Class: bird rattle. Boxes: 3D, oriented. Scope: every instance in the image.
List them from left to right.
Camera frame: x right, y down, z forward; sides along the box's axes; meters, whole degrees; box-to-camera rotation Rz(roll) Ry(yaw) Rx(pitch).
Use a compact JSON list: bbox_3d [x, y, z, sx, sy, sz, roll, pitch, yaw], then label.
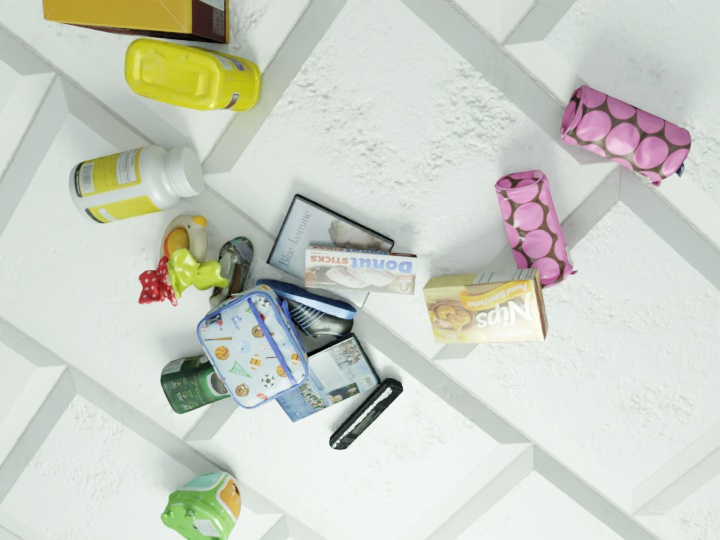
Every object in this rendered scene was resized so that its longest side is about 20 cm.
[{"bbox_3d":[-0.321,-0.017,0.942,0.112,0.199,0.165,11,79,-39],"label":"bird rattle"}]

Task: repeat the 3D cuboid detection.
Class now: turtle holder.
[{"bbox_3d":[-0.331,0.506,1.101,0.141,0.132,0.186,41,126,-6],"label":"turtle holder"}]

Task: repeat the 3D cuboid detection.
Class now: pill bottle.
[{"bbox_3d":[-0.379,-0.151,0.898,0.198,0.111,0.112,-10,108,8],"label":"pill bottle"}]

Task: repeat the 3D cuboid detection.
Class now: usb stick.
[{"bbox_3d":[0.011,0.293,1.057,0.055,0.033,0.200,25,112,-41],"label":"usb stick"}]

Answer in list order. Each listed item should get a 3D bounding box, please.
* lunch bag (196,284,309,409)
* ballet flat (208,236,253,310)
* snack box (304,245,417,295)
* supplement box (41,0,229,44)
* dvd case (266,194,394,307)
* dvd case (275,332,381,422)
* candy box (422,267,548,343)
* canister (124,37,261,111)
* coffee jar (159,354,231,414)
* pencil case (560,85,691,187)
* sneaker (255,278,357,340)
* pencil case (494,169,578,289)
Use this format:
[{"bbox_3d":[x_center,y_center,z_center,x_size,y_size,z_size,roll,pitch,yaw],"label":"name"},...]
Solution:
[{"bbox_3d":[-0.184,0.130,0.921,0.159,0.076,0.201,-25,101,4],"label":"lunch bag"},{"bbox_3d":[-0.252,0.033,0.972,0.071,0.072,0.202,16,109,-2],"label":"ballet flat"},{"bbox_3d":[0.000,0.000,0.932,0.198,0.024,0.073,4,110,1],"label":"snack box"},{"bbox_3d":[-0.313,-0.416,0.757,0.195,0.200,0.134,5,109,2],"label":"supplement box"},{"bbox_3d":[-0.056,-0.034,0.955,0.199,0.018,0.143,25,109,-4],"label":"dvd case"},{"bbox_3d":[-0.074,0.210,1.010,0.199,0.018,0.143,-25,123,4],"label":"dvd case"},{"bbox_3d":[0.219,0.066,0.923,0.198,0.055,0.116,-6,111,29],"label":"candy box"},{"bbox_3d":[-0.246,-0.294,0.794,0.147,0.200,0.087,14,108,-1],"label":"canister"},{"bbox_3d":[-0.280,0.206,1.023,0.198,0.085,0.105,-16,107,8],"label":"coffee jar"},{"bbox_3d":[0.416,-0.213,0.831,0.199,0.091,0.094,24,120,-2],"label":"pencil case"},{"bbox_3d":[-0.109,0.079,0.978,0.198,0.070,0.079,19,103,-3],"label":"sneaker"},{"bbox_3d":[0.300,-0.072,0.892,0.093,0.091,0.201,-7,114,43],"label":"pencil case"}]
